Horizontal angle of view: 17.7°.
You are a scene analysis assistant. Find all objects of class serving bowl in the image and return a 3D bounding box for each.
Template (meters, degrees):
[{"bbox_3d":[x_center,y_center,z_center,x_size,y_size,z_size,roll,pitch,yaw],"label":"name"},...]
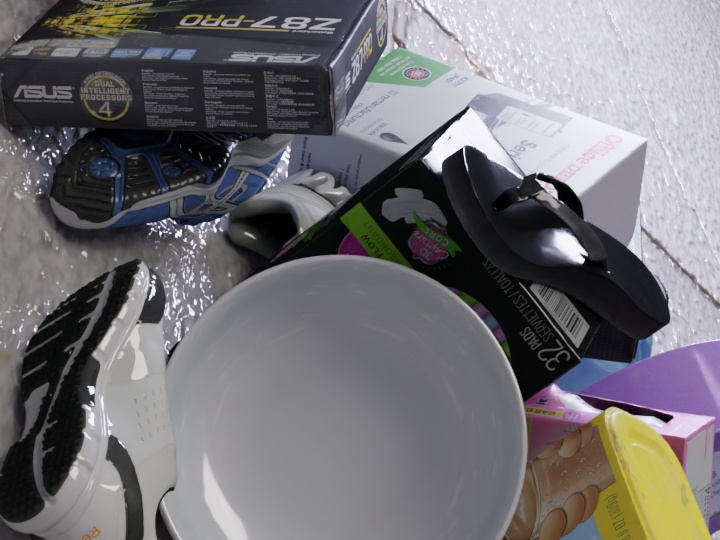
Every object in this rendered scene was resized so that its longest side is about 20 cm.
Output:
[{"bbox_3d":[-0.012,0.095,1.246,0.200,0.200,0.066,56,-6,8],"label":"serving bowl"}]

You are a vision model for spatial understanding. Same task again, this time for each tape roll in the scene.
[{"bbox_3d":[0.196,0.126,1.529,0.200,0.200,0.066,16,43,-54],"label":"tape roll"}]

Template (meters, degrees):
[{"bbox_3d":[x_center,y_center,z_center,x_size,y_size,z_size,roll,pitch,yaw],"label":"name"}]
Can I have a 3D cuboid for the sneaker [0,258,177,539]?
[{"bbox_3d":[-0.130,0.076,1.185,0.080,0.074,0.200,45,33,-27],"label":"sneaker"}]

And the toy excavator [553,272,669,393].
[{"bbox_3d":[0.128,0.049,1.660,0.194,0.100,0.200,40,36,-25],"label":"toy excavator"}]

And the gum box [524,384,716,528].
[{"bbox_3d":[0.139,0.170,1.350,0.066,0.113,0.200,-18,112,-65],"label":"gum box"}]

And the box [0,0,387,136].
[{"bbox_3d":[-0.095,-0.129,1.381,0.161,0.200,0.049,-64,154,-61],"label":"box"}]

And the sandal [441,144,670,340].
[{"bbox_3d":[0.113,-0.024,1.282,0.200,0.043,0.076,26,36,-46],"label":"sandal"}]

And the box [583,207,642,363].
[{"bbox_3d":[0.096,-0.017,1.601,0.193,0.048,0.200,9,32,0],"label":"box"}]

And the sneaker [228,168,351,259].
[{"bbox_3d":[0.000,0.000,1.449,0.200,0.075,0.081,27,19,33],"label":"sneaker"}]

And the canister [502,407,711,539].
[{"bbox_3d":[0.094,0.184,1.267,0.087,0.200,0.149,28,34,-45],"label":"canister"}]

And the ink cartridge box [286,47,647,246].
[{"bbox_3d":[0.071,-0.061,1.543,0.200,0.083,0.147,22,34,22],"label":"ink cartridge box"}]

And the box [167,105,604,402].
[{"bbox_3d":[0.020,0.031,1.342,0.149,0.200,0.124,52,24,-4],"label":"box"}]

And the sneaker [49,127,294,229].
[{"bbox_3d":[-0.106,-0.055,1.386,0.076,0.077,0.200,37,38,25],"label":"sneaker"}]
